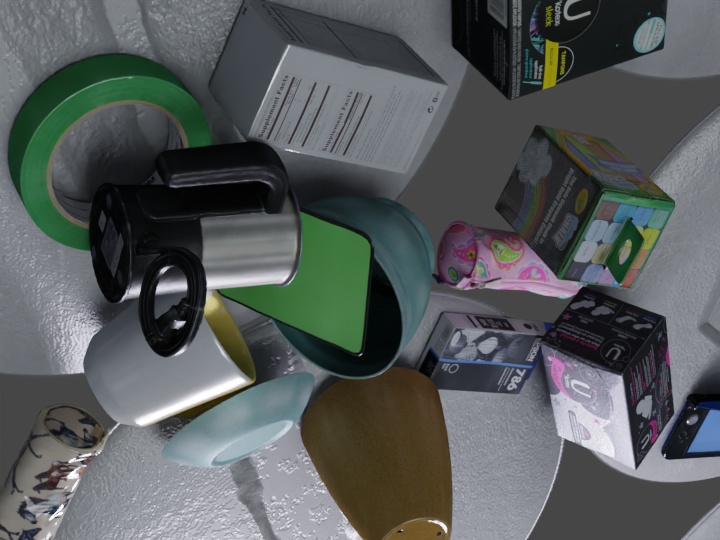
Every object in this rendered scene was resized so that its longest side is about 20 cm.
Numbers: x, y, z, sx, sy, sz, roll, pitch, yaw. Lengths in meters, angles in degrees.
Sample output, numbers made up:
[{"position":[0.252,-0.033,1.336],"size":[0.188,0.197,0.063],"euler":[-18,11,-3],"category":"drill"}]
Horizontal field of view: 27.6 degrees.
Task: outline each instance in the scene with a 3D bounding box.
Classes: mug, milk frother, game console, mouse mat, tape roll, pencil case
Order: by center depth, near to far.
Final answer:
[{"position":[-0.142,-0.007,1.426],"size":[0.187,0.202,0.180],"euler":[-6,159,-28],"category":"milk frother"},{"position":[-0.248,-0.115,1.464],"size":[0.199,0.048,0.202],"euler":[-17,132,-20],"category":"tape roll"},{"position":[-0.075,-0.004,1.575],"size":[0.008,0.199,0.162],"euler":[-44,149,-46],"category":"mouse mat"},{"position":[-0.206,0.106,1.597],"size":[0.152,0.150,0.187],"euler":[-30,114,4],"category":"mug"},{"position":[-0.356,0.246,1.658],"size":[0.089,0.078,0.201],"euler":[23,112,-18],"category":"pencil case"},{"position":[0.186,-0.010,1.787],"size":[0.199,0.088,0.088],"euler":[4,122,-36],"category":"pencil case"},{"position":[0.583,0.243,2.208],"size":[0.199,0.118,0.172],"euler":[2,123,-32],"category":"game console"}]

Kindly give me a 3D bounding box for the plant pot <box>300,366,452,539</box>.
[{"position":[0.039,0.253,1.802],"size":[0.185,0.201,0.187],"euler":[-11,134,-11],"category":"plant pot"}]

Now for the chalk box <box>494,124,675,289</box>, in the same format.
[{"position":[0.273,-0.063,1.718],"size":[0.123,0.200,0.125],"euler":[7,121,-35],"category":"chalk box"}]

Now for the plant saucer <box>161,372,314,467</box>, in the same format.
[{"position":[-0.134,0.185,1.712],"size":[0.200,0.039,0.201],"euler":[-27,163,-9],"category":"plant saucer"}]

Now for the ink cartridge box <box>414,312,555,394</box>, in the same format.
[{"position":[0.173,0.110,1.908],"size":[0.199,0.039,0.100],"euler":[4,121,-35],"category":"ink cartridge box"}]

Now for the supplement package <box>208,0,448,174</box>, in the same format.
[{"position":[-0.034,-0.186,1.494],"size":[0.199,0.114,0.110],"euler":[9,118,-35],"category":"supplement package"}]

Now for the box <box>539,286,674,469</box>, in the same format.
[{"position":[0.327,0.144,1.944],"size":[0.115,0.131,0.201],"euler":[-47,141,-29],"category":"box"}]

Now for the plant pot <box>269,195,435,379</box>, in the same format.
[{"position":[0.000,0.000,1.625],"size":[0.134,0.199,0.202],"euler":[-39,145,-44],"category":"plant pot"}]

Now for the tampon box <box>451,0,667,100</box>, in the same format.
[{"position":[0.211,-0.296,1.547],"size":[0.199,0.126,0.151],"euler":[-21,133,-17],"category":"tampon box"}]
